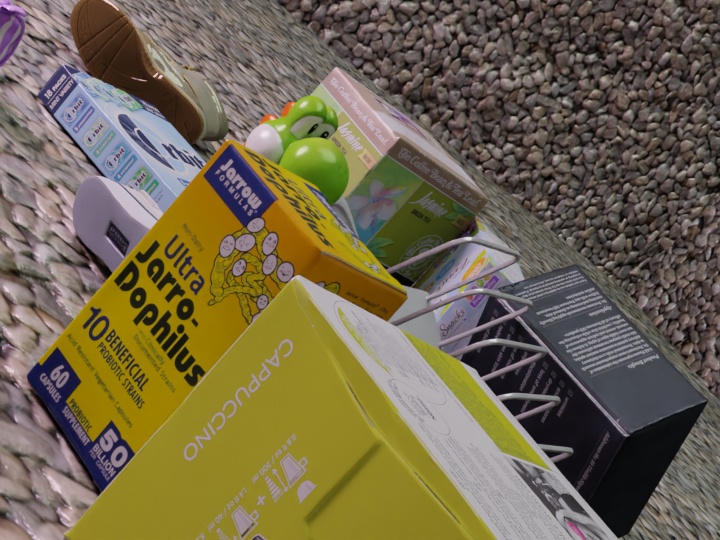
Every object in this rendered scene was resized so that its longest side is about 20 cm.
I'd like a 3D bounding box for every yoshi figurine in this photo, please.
[{"bbox_3d":[-0.084,-0.053,1.391,0.112,0.200,0.112,43,10,1],"label":"yoshi figurine"}]

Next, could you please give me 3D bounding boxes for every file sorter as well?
[{"bbox_3d":[0.094,0.089,1.469,0.138,0.124,0.202,14,58,-59],"label":"file sorter"}]

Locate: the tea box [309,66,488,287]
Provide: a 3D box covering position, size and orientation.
[{"bbox_3d":[-0.005,-0.076,1.773,0.199,0.197,0.134,27,19,-53],"label":"tea box"}]

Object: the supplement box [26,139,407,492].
[{"bbox_3d":[-0.088,0.040,1.016,0.109,0.200,0.109,48,12,31],"label":"supplement box"}]

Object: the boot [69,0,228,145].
[{"bbox_3d":[-0.232,-0.220,1.846,0.200,0.072,0.155,49,12,2],"label":"boot"}]

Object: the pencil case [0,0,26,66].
[{"bbox_3d":[-0.374,-0.256,1.433,0.200,0.086,0.084,47,10,17],"label":"pencil case"}]

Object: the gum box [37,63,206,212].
[{"bbox_3d":[-0.196,-0.099,1.582,0.200,0.045,0.170,47,12,24],"label":"gum box"}]

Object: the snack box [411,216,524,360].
[{"bbox_3d":[0.095,0.045,1.745,0.068,0.169,0.200,39,11,-11],"label":"snack box"}]

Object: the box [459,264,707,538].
[{"bbox_3d":[0.194,0.140,1.589,0.123,0.201,0.197,-15,52,-36],"label":"box"}]

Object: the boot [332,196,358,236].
[{"bbox_3d":[0.000,0.000,1.625,0.095,0.074,0.201,26,-27,30],"label":"boot"}]

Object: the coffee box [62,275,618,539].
[{"bbox_3d":[0.002,0.161,0.878,0.197,0.200,0.200,28,18,-51],"label":"coffee box"}]

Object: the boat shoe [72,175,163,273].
[{"bbox_3d":[-0.148,-0.002,1.288,0.085,0.075,0.202,8,26,-41],"label":"boat shoe"}]
